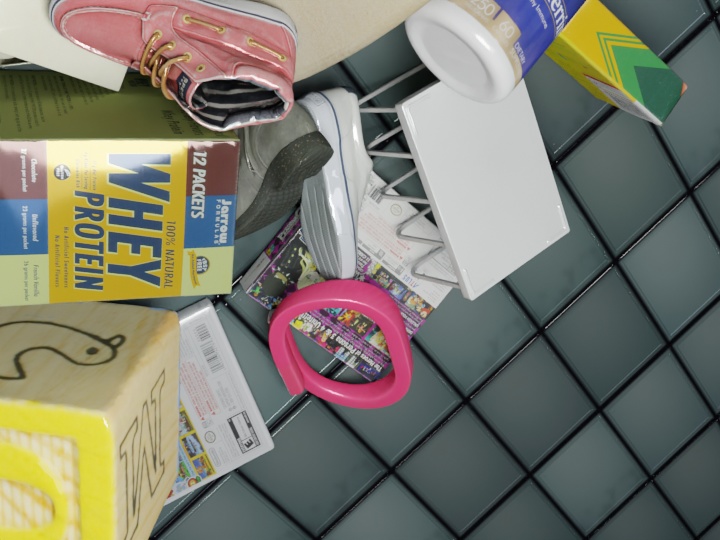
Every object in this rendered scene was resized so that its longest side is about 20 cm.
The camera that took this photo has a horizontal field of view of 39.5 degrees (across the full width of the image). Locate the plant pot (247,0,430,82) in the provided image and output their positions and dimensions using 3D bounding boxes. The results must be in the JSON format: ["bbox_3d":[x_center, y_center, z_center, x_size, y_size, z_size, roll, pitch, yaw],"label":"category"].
[{"bbox_3d":[-0.003,-0.302,0.812,0.201,0.175,0.201,53,57,-31],"label":"plant pot"}]

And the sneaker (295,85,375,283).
[{"bbox_3d":[-0.017,-0.080,0.974,0.070,0.073,0.203,-24,127,-30],"label":"sneaker"}]

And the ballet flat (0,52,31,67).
[{"bbox_3d":[-0.259,-0.204,0.860,0.197,0.064,0.069,-13,117,-18],"label":"ballet flat"}]

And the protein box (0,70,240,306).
[{"bbox_3d":[-0.223,-0.077,0.852,0.196,0.199,0.137,-3,116,-21],"label":"protein box"}]

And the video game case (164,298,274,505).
[{"bbox_3d":[-0.205,0.152,1.066,0.180,0.023,0.202,-26,121,-11],"label":"video game case"}]

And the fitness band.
[{"bbox_3d":[-0.019,0.081,1.050,0.141,0.038,0.202,-6,139,10],"label":"fitness band"}]

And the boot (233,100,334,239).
[{"bbox_3d":[-0.106,-0.120,0.952,0.067,0.200,0.132,-24,79,-40],"label":"boot"}]

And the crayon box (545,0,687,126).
[{"bbox_3d":[0.224,-0.233,1.013,0.199,0.127,0.051,31,99,-31],"label":"crayon box"}]

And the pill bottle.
[{"bbox_3d":[0.138,-0.254,0.864,0.201,0.115,0.116,-51,122,-11],"label":"pill bottle"}]

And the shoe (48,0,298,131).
[{"bbox_3d":[-0.145,-0.169,0.779,0.196,0.092,0.072,7,141,-13],"label":"shoe"}]

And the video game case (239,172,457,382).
[{"bbox_3d":[0.000,0.000,1.076,0.199,0.036,0.182,36,95,-31],"label":"video game case"}]

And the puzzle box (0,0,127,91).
[{"bbox_3d":[-0.219,-0.258,0.798,0.132,0.025,0.203,14,105,-40],"label":"puzzle box"}]

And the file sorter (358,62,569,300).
[{"bbox_3d":[0.093,-0.101,0.994,0.138,0.124,0.203,-32,114,-24],"label":"file sorter"}]

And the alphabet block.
[{"bbox_3d":[-0.277,0.153,0.898,0.191,0.201,0.200,5,112,4],"label":"alphabet block"}]
